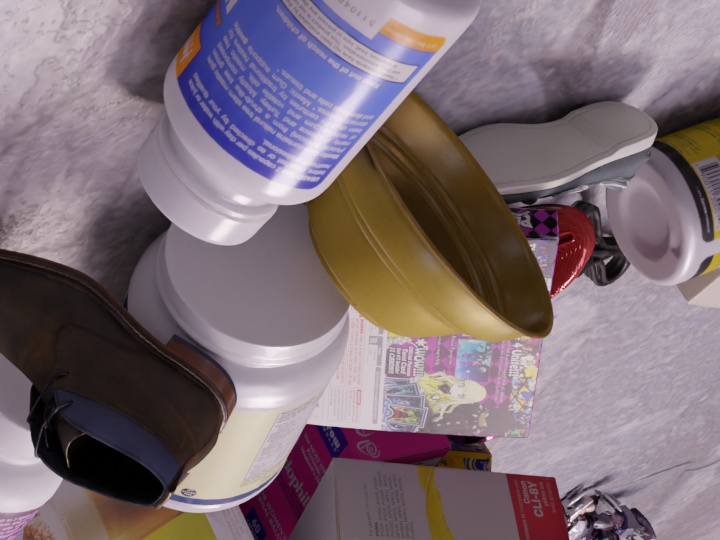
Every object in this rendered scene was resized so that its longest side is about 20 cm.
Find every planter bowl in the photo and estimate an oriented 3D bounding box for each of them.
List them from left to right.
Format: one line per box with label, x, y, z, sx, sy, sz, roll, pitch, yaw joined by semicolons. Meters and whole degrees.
planter bowl;0.027;-0.021;1.012;0.083;0.201;0.200;-36;154;19

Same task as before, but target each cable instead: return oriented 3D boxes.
cable;0.181;-0.025;1.383;0.200;0.050;0.097;-11;134;-59

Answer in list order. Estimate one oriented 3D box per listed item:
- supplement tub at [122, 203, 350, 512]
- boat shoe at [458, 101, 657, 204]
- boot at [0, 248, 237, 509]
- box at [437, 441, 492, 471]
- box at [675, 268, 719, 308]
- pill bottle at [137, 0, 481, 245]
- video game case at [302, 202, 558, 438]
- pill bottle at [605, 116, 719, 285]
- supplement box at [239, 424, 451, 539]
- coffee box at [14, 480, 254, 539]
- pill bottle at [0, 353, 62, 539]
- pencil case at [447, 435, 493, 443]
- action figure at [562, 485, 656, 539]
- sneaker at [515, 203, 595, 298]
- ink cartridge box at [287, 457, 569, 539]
supplement tub;-0.092;0.054;1.088;0.145;0.145;0.200;-14;151;-30
boat shoe;0.129;-0.068;1.175;0.200;0.073;0.062;-18;138;-34
boot;-0.172;0.060;0.953;0.075;0.199;0.097;-61;-175;36
box;0.083;0.192;1.518;0.064;0.070;0.200;6;178;3
box;0.363;-0.053;1.466;0.200;0.069;0.082;-43;152;26
pill bottle;-0.036;-0.107;0.887;0.112;0.112;0.200;1;141;-48
video game case;0.040;0.036;1.165;0.180;0.036;0.200;4;132;2
pill bottle;0.307;-0.070;1.321;0.199;0.115;0.114;-19;153;-22
supplement box;-0.022;0.173;1.434;0.103;0.101;0.200;-7;146;-37
coffee box;-0.174;0.278;1.351;0.197;0.200;0.200;-24;155;-10
pill bottle;-0.262;0.131;1.089;0.112;0.112;0.200;1;142;-48
pencil case;0.096;0.086;1.412;0.093;0.091;0.200;-16;158;1
action figure;0.291;0.327;2.099;0.130;0.070;0.200;-38;151;28
sneaker;0.116;-0.021;1.232;0.200;0.078;0.115;-24;-168;48
ink cartridge box;0.051;0.231;1.351;0.199;0.084;0.145;7;138;-18
